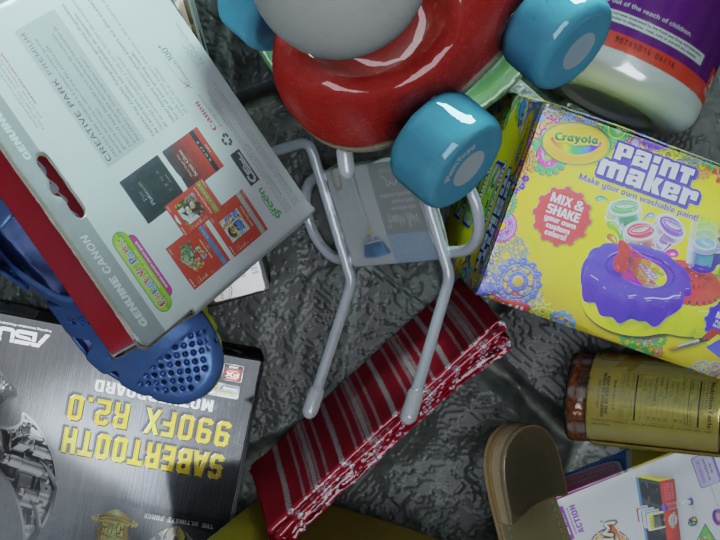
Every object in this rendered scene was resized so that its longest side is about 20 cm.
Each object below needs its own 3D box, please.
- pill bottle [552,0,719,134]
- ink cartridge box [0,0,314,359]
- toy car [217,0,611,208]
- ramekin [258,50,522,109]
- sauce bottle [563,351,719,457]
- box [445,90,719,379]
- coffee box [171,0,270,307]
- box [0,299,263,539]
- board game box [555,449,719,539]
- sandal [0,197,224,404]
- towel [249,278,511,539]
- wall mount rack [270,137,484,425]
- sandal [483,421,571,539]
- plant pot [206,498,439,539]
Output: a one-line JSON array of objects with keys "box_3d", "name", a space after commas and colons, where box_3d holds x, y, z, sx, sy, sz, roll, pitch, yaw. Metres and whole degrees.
[{"box_3d": [0.194, -0.195, 1.105, 0.112, 0.112, 0.201, 24, 86, -7], "name": "pill bottle"}, {"box_3d": [-0.150, -0.063, 0.990, 0.084, 0.176, 0.200, -27, 100, 41], "name": "ink cartridge box"}, {"box_3d": [0.009, -0.164, 0.926, 0.177, 0.200, 0.184, -46, 67, 0], "name": "toy car"}, {"box_3d": [0.021, -0.189, 1.109, 0.199, 0.098, 0.201, -1, 98, -4], "name": "ramekin"}, {"box_3d": [0.236, 0.092, 1.152, 0.199, 0.066, 0.066, 5, 98, 15], "name": "sauce bottle"}, {"box_3d": [0.170, -0.024, 1.096, 0.199, 0.193, 0.123, 19, 96, -6], "name": "box"}, {"box_3d": [-0.137, -0.072, 1.123, 0.112, 0.080, 0.201, -15, 99, -1], "name": "coffee box"}, {"box_3d": [-0.176, 0.114, 1.163, 0.199, 0.048, 0.159, 12, 97, -5], "name": "box"}, {"box_3d": [0.234, 0.188, 1.207, 0.199, 0.040, 0.154, -21, 99, -1], "name": "board game box"}, {"box_3d": [-0.165, 0.010, 1.052, 0.200, 0.087, 0.080, 41, 95, -8], "name": "sandal"}, {"box_3d": [0.009, 0.089, 1.124, 0.200, 0.145, 0.022, -42, 104, 2], "name": "towel"}, {"box_3d": [0.000, 0.000, 1.080, 0.074, 0.200, 0.175, -21, 99, -30], "name": "wall mount rack"}, {"box_3d": [0.103, 0.202, 1.171, 0.077, 0.069, 0.213, -16, 102, -37], "name": "sandal"}, {"box_3d": [-0.004, 0.263, 1.095, 0.175, 0.200, 0.201, -1, 99, 18], "name": "plant pot"}]
